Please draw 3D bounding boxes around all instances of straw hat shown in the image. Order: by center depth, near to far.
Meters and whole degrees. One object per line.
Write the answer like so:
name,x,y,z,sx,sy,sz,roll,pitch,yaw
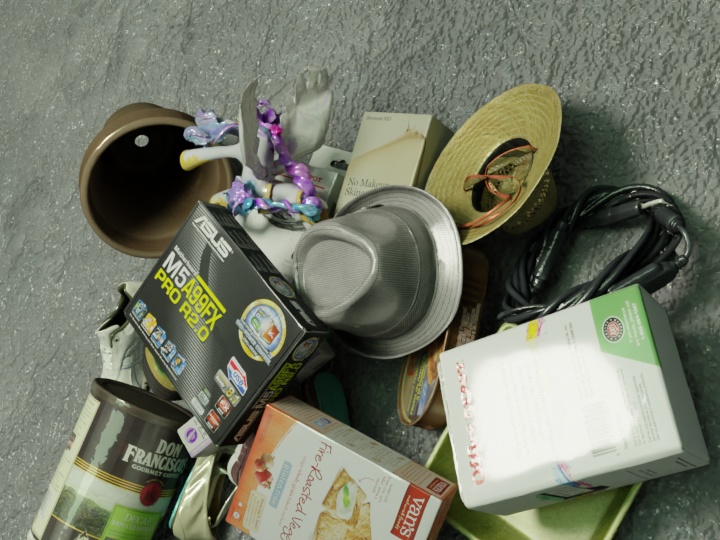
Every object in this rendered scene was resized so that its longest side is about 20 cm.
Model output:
straw hat,0.158,-0.087,0.993,0.201,0.085,0.202,-39,31,29

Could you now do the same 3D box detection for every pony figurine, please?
pony figurine,-0.115,-0.133,1.105,0.198,0.166,0.195,9,110,35

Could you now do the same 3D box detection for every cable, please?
cable,0.212,-0.014,0.921,0.199,0.051,0.164,-33,32,16

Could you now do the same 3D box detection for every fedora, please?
fedora,0.000,0.000,0.966,0.199,0.090,0.179,-1,87,47

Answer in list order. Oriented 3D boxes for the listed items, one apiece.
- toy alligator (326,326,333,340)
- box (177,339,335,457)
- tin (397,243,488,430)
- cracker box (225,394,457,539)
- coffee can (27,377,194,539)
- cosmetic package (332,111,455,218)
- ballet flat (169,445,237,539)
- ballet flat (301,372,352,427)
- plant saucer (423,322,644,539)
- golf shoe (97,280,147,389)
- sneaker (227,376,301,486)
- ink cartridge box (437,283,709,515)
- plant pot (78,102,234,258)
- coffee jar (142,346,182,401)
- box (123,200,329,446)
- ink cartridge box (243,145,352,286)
toy alligator,-0.064,0.096,1.118,0.199,0.059,0.054,-32,100,20
box,-0.117,0.137,1.075,0.200,0.041,0.039,-40,69,14
tin,0.084,0.065,0.993,0.112,0.042,0.202,162,123,-67
cracker box,-0.021,0.229,0.941,0.199,0.058,0.135,25,103,19
coffee can,-0.295,0.251,1.165,0.146,0.146,0.202,21,87,39
cosmetic package,0.033,-0.073,1.094,0.103,0.073,0.202,8,79,38
ballet flat,-0.165,0.226,1.141,0.069,0.069,0.202,12,82,38
ballet flat,-0.035,0.211,1.050,0.072,0.067,0.201,-47,50,38
plant saucer,0.175,0.180,0.912,0.199,0.048,0.201,30,92,39
golf shoe,-0.322,0.105,1.271,0.078,0.097,0.202,17,85,37
sneaker,-0.083,0.205,1.037,0.116,0.075,0.201,54,146,33
ink cartridge box,0.181,0.120,0.844,0.199,0.084,0.146,-23,61,27
plant pot,-0.284,-0.145,1.294,0.200,0.200,0.175,-48,36,12
coffee jar,-0.185,0.074,1.138,0.086,0.104,0.200,60,137,23
box,-0.144,0.053,0.991,0.200,0.044,0.161,48,111,27
ink cartridge box,-0.071,-0.065,1.169,0.115,0.068,0.202,20,85,39
